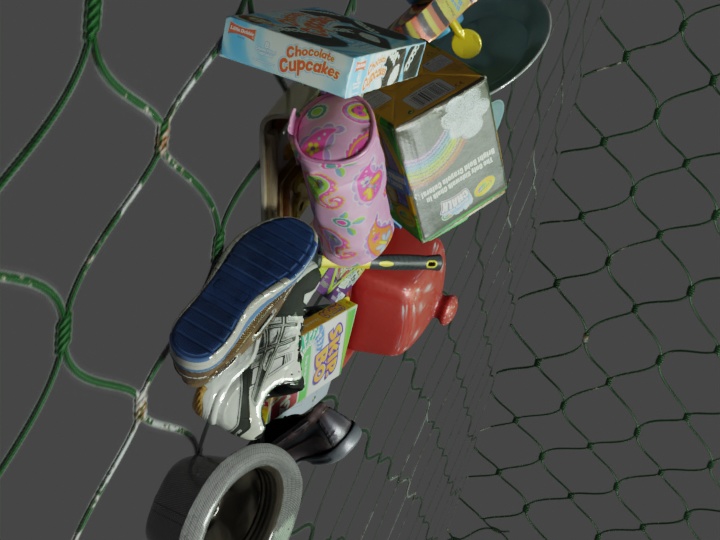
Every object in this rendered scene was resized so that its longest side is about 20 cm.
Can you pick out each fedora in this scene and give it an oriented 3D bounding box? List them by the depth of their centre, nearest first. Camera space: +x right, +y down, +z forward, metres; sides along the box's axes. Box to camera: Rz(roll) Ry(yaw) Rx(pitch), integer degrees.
[{"bbox_3d":[-0.151,0.252,1.174,0.200,0.090,0.178,9,98,-64],"label":"fedora"}]

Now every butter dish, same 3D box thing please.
[{"bbox_3d":[0.063,0.032,1.565,0.200,0.147,0.201,-55,159,-45],"label":"butter dish"}]

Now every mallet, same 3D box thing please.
[{"bbox_3d":[0.000,0.000,1.262,0.041,0.199,0.066,35,-67,60],"label":"mallet"}]

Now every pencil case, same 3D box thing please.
[{"bbox_3d":[-0.016,-0.084,1.079,0.200,0.087,0.088,76,37,-61],"label":"pencil case"}]

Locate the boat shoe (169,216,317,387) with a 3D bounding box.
[{"bbox_3d":[-0.113,0.028,1.080,0.200,0.072,0.073,-47,162,-33],"label":"boat shoe"}]

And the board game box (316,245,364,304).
[{"bbox_3d":[-0.021,-0.027,1.357,0.120,0.032,0.200,-49,165,-2],"label":"board game box"}]

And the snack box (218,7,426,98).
[{"bbox_3d":[-0.027,-0.193,0.988,0.200,0.115,0.037,-37,145,-66],"label":"snack box"}]

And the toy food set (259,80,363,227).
[{"bbox_3d":[-0.042,-0.121,1.143,0.201,0.060,0.144,94,21,-47],"label":"toy food set"}]

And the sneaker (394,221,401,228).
[{"bbox_3d":[0.029,-0.111,1.402,0.078,0.070,0.200,-61,164,-5],"label":"sneaker"}]

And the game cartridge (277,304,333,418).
[{"bbox_3d":[-0.078,0.110,1.343,0.134,0.041,0.200,-68,161,9],"label":"game cartridge"}]

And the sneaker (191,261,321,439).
[{"bbox_3d":[-0.085,0.082,1.157,0.201,0.087,0.076,-57,178,-21],"label":"sneaker"}]

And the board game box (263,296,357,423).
[{"bbox_3d":[-0.058,0.097,1.298,0.200,0.030,0.096,-31,139,-63],"label":"board game box"}]

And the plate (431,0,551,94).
[{"bbox_3d":[0.136,-0.260,1.360,0.026,0.199,0.201,53,54,-41],"label":"plate"}]

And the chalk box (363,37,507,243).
[{"bbox_3d":[0.072,-0.126,1.253,0.124,0.124,0.201,-31,133,-17],"label":"chalk box"}]

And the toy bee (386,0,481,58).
[{"bbox_3d":[0.103,-0.324,1.317,0.131,0.108,0.201,34,60,-30],"label":"toy bee"}]

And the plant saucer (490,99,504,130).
[{"bbox_3d":[0.112,-0.145,1.475,0.201,0.039,0.201,-50,166,-17],"label":"plant saucer"}]

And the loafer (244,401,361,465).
[{"bbox_3d":[-0.076,0.179,1.253,0.199,0.063,0.072,-21,-155,51],"label":"loafer"}]
